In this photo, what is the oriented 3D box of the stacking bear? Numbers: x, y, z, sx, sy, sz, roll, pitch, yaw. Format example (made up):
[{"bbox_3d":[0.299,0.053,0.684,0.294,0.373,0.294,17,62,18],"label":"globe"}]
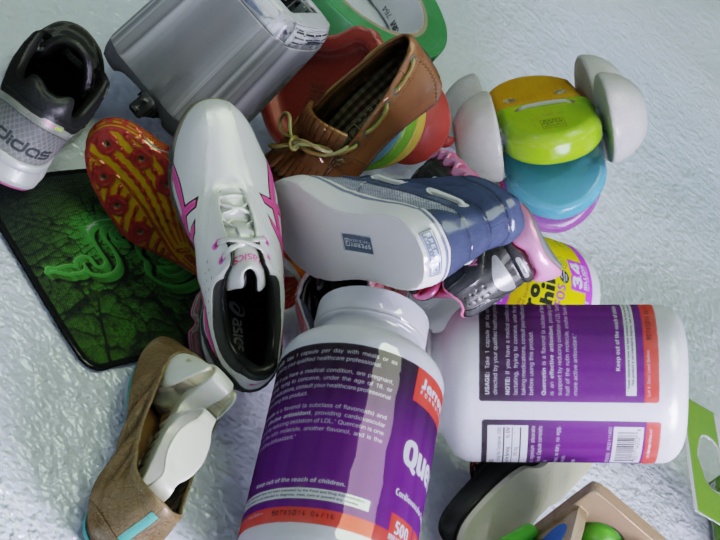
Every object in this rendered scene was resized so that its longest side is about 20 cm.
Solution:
[{"bbox_3d":[0.011,-0.140,1.441,0.121,0.114,0.200,13,2,31],"label":"stacking bear"}]

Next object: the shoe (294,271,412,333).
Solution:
[{"bbox_3d":[0.000,0.000,1.234,0.091,0.071,0.201,65,26,-57],"label":"shoe"}]

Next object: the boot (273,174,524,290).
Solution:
[{"bbox_3d":[0.021,-0.034,1.145,0.090,0.073,0.200,-21,24,-30],"label":"boot"}]

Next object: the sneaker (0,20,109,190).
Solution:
[{"bbox_3d":[-0.213,-0.135,1.183,0.074,0.087,0.200,36,29,-13],"label":"sneaker"}]

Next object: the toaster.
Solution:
[{"bbox_3d":[-0.107,-0.177,1.279,0.114,0.129,0.200,48,14,3],"label":"toaster"}]

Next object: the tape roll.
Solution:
[{"bbox_3d":[-0.007,-0.267,1.619,0.200,0.048,0.201,30,35,-24],"label":"tape roll"}]

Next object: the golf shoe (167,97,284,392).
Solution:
[{"bbox_3d":[-0.080,-0.019,1.124,0.072,0.092,0.201,-9,92,-22],"label":"golf shoe"}]

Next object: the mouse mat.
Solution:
[{"bbox_3d":[-0.163,-0.009,1.182,0.200,0.008,0.161,-12,63,-55],"label":"mouse mat"}]

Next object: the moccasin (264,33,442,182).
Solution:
[{"bbox_3d":[-0.025,-0.102,1.281,0.074,0.201,0.078,53,2,37],"label":"moccasin"}]

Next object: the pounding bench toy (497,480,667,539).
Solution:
[{"bbox_3d":[0.129,0.225,1.141,0.200,0.124,0.156,41,33,-9],"label":"pounding bench toy"}]

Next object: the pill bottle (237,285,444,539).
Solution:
[{"bbox_3d":[-0.008,0.114,1.072,0.112,0.112,0.201,29,56,-26],"label":"pill bottle"}]

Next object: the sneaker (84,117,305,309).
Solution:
[{"bbox_3d":[-0.121,-0.044,1.208,0.200,0.073,0.077,42,26,-28],"label":"sneaker"}]

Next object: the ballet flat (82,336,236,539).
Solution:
[{"bbox_3d":[-0.117,0.099,1.047,0.068,0.072,0.200,47,29,-18],"label":"ballet flat"}]

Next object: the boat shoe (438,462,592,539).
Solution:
[{"bbox_3d":[0.112,0.158,1.267,0.063,0.074,0.201,23,32,26],"label":"boat shoe"}]

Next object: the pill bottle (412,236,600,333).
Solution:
[{"bbox_3d":[0.099,0.010,1.375,0.199,0.104,0.105,15,43,-40],"label":"pill bottle"}]

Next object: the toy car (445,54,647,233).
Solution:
[{"bbox_3d":[0.174,-0.112,1.567,0.200,0.174,0.151,-104,-175,-72],"label":"toy car"}]

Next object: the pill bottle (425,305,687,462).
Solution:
[{"bbox_3d":[0.130,0.081,1.196,0.199,0.113,0.113,1,39,4],"label":"pill bottle"}]

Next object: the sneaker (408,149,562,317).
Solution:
[{"bbox_3d":[0.064,-0.022,1.207,0.079,0.095,0.200,52,-3,-24],"label":"sneaker"}]

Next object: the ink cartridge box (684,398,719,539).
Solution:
[{"bbox_3d":[0.331,0.217,1.443,0.200,0.076,0.148,32,35,-20],"label":"ink cartridge box"}]
